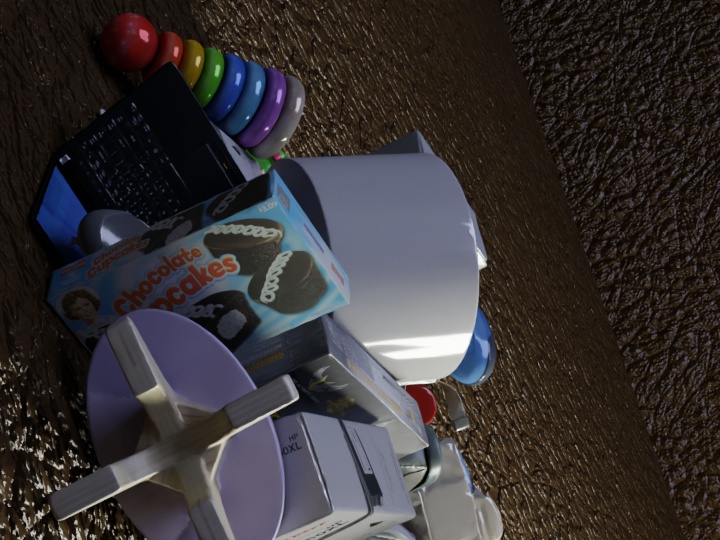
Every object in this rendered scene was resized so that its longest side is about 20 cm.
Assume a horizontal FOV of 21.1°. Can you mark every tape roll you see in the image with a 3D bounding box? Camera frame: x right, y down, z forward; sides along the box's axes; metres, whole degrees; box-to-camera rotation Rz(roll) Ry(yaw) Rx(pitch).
[{"bbox_3d":[0.000,0.000,1.686,0.202,0.138,0.205,176,-90,-67],"label":"tape roll"}]

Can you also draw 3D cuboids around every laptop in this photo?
[{"bbox_3d":[-0.164,-0.038,1.576,0.103,0.200,0.178,17,-38,58],"label":"laptop"}]

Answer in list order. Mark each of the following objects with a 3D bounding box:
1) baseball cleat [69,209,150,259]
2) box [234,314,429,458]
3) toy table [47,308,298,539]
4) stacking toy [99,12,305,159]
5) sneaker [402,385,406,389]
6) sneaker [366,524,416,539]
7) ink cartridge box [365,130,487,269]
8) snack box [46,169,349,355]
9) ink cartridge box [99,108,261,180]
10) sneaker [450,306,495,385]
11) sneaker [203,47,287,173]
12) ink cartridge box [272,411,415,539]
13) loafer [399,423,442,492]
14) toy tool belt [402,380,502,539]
[{"bbox_3d":[-0.129,-0.002,1.520,0.200,0.106,0.070,34,47,-46],"label":"baseball cleat"},{"bbox_3d":[-0.054,0.121,1.605,0.200,0.157,0.049,47,23,-53],"label":"box"},{"bbox_3d":[-0.128,0.121,1.356,0.201,0.183,0.117,52,-3,4],"label":"toy table"},{"bbox_3d":[-0.152,-0.183,1.809,0.199,0.085,0.086,27,33,-27],"label":"stacking toy"},{"bbox_3d":[0.034,0.065,1.864,0.085,0.078,0.201,33,38,-25],"label":"sneaker"},{"bbox_3d":[0.036,0.285,1.852,0.115,0.072,0.202,-101,171,-52],"label":"sneaker"},{"bbox_3d":[0.011,-0.034,1.996,0.146,0.199,0.083,52,19,-41],"label":"ink cartridge box"},{"bbox_3d":[-0.121,0.013,1.453,0.117,0.199,0.037,54,21,-33],"label":"snack box"},{"bbox_3d":[-0.150,-0.076,1.757,0.200,0.067,0.117,39,30,-59],"label":"ink cartridge box"},{"bbox_3d":[0.057,0.023,1.817,0.078,0.066,0.201,9,47,-49],"label":"sneaker"},{"bbox_3d":[-0.138,-0.133,1.921,0.201,0.076,0.084,59,-28,14],"label":"sneaker"},{"bbox_3d":[-0.060,0.179,1.514,0.085,0.144,0.200,69,16,15],"label":"ink cartridge box"},{"bbox_3d":[0.014,0.193,1.795,0.200,0.062,0.072,126,-50,-58],"label":"loafer"},{"bbox_3d":[0.060,0.215,1.984,0.202,0.124,0.123,71,-19,-1],"label":"toy tool belt"}]
